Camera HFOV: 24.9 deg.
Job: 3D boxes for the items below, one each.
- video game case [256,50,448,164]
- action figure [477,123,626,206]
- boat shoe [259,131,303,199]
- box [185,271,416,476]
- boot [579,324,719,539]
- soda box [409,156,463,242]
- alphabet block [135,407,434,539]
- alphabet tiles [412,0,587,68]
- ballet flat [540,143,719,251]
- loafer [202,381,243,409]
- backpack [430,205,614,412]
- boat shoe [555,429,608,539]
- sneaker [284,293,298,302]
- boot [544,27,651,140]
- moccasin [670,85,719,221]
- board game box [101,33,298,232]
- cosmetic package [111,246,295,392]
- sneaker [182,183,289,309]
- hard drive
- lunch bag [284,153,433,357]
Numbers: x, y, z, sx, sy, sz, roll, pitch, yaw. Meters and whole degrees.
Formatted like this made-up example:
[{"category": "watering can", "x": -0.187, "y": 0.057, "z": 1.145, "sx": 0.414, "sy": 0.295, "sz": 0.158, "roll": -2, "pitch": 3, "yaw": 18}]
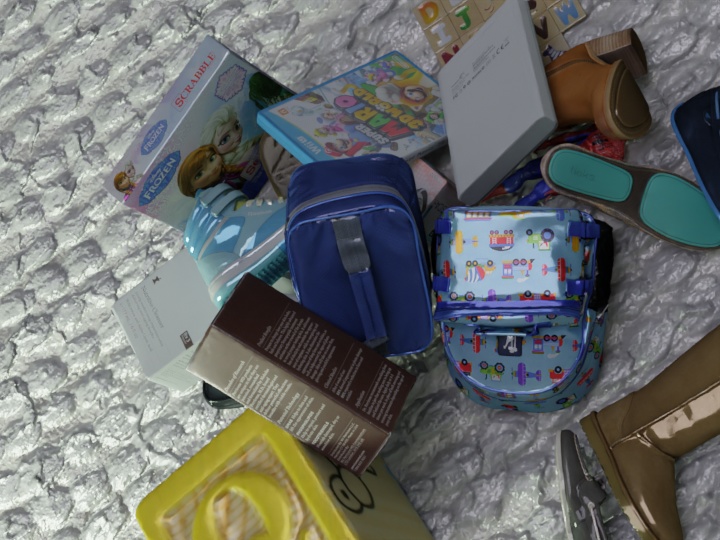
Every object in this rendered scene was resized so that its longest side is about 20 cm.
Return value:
[{"category": "video game case", "x": 0.010, "y": -0.160, "z": 1.741, "sx": 0.200, "sy": 0.018, "sz": 0.143, "roll": -28, "pitch": 56, "yaw": -31}, {"category": "action figure", "x": 0.201, "y": -0.103, "z": 1.688, "sx": 0.199, "sy": 0.052, "sz": 0.066, "roll": -28, "pitch": 62, "yaw": 17}, {"category": "boat shoe", "x": -0.053, "y": -0.064, "z": 1.795, "sx": 0.071, "sy": 0.066, "sz": 0.202, "roll": -20, "pitch": 91, "yaw": 12}, {"category": "box", "x": -0.056, "y": 0.099, "z": 1.569, "sx": 0.200, "sy": 0.100, "sz": 0.075, "roll": 34, "pitch": 125, "yaw": -2}, {"category": "boot", "x": 0.325, "y": 0.155, "z": 1.545, "sx": 0.200, "sy": 0.066, "sz": 0.176, "roll": -34, "pitch": 64, "yaw": 15}, {"category": "soda box", "x": 0.021, "y": -0.117, "z": 1.775, "sx": 0.200, "sy": 0.064, "sz": 0.068, "roll": 42, "pitch": 97, "yaw": 30}, {"category": "alphabet block", "x": -0.070, "y": 0.267, "z": 1.644, "sx": 0.196, "sy": 0.200, "sz": 0.196, "roll": -42, "pitch": 61, "yaw": 12}, {"category": "alphabet tiles", "x": 0.149, "y": -0.282, "z": 1.783, "sx": 0.166, "sy": 0.006, "sz": 0.201, "roll": -33, "pitch": 64, "yaw": 17}, {"category": "ballet flat", "x": 0.272, "y": -0.075, "z": 1.621, "sx": 0.199, "sy": 0.067, "sz": 0.068, "roll": 26, "pitch": 88, "yaw": 0}, {"category": "loafer", "x": -0.095, "y": 0.089, "z": 1.778, "sx": 0.200, "sy": 0.070, "sz": 0.068, "roll": -30, "pitch": 65, "yaw": 18}, {"category": "backpack", "x": 0.155, "y": 0.040, "z": 1.615, "sx": 0.182, "sy": 0.134, "sz": 0.201, "roll": 5, "pitch": 88, "yaw": 16}, {"category": "boat shoe", "x": 0.226, "y": 0.251, "z": 1.576, "sx": 0.057, "sy": 0.067, "sz": 0.201, "roll": -8, "pitch": 77, "yaw": 9}, {"category": "sneaker", "x": -0.045, "y": 0.092, "z": 1.684, "sx": 0.199, "sy": 0.099, "sz": 0.071, "roll": 32, "pitch": 107, "yaw": -2}, {"category": "boot", "x": 0.206, "y": -0.166, "z": 1.639, "sx": 0.155, "sy": 0.077, "sz": 0.200, "roll": -23, "pitch": 31, "yaw": 23}, {"category": "moccasin", "x": 0.365, "y": -0.095, "z": 1.576, "sx": 0.068, "sy": 0.080, "sz": 0.201, "roll": -38, "pitch": 63, "yaw": 27}, {"category": "board game box", "x": -0.162, "y": -0.136, "z": 1.798, "sx": 0.041, "sy": 0.199, "sz": 0.200, "roll": 39, "pitch": 97, "yaw": 29}, {"category": "cosmetic package", "x": -0.164, "y": 0.032, "z": 1.823, "sx": 0.200, "sy": 0.081, "sz": 0.113, "roll": -39, "pitch": 62, "yaw": 14}, {"category": "sneaker", "x": -0.103, "y": -0.064, "z": 1.736, "sx": 0.200, "sy": 0.080, "sz": 0.131, "roll": -36, "pitch": 66, "yaw": -4}, {"category": "hard drive", "x": 0.137, "y": -0.177, "z": 1.677, "sx": 0.132, "sy": 0.026, "sz": 0.201, "roll": -45, "pitch": 34, "yaw": 32}, {"category": "lunch bag", "x": 0.000, "y": 0.000, "z": 1.624, "sx": 0.135, "sy": 0.201, "sz": 0.133, "roll": -9, "pitch": 31, "yaw": 7}]
